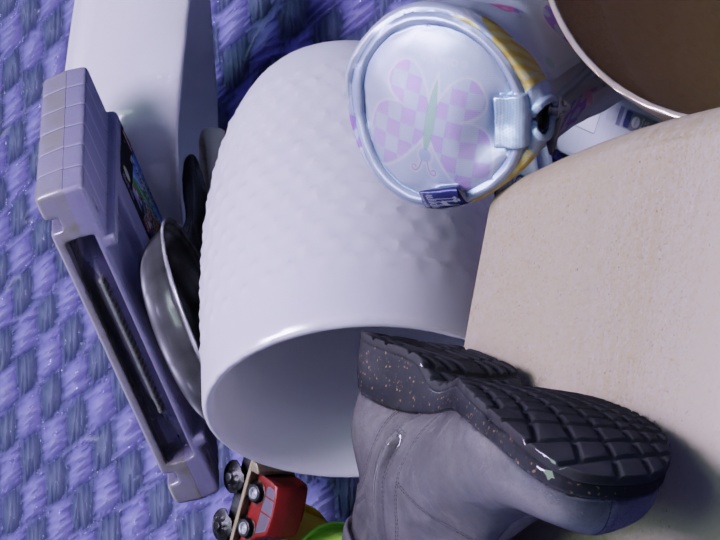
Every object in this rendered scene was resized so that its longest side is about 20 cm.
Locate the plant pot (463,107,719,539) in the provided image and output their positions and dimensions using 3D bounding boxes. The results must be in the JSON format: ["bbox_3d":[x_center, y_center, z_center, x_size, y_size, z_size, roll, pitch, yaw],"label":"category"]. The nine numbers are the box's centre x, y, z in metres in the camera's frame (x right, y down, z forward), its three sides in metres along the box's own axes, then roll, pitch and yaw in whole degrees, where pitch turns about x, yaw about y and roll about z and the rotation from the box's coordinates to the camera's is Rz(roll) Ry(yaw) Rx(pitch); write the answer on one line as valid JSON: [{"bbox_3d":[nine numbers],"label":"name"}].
[{"bbox_3d":[0.144,0.049,0.862,0.176,0.199,0.201,5,83,48],"label":"plant pot"}]

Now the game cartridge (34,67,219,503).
[{"bbox_3d":[-0.117,0.006,1.159,0.038,0.201,0.130,-15,33,9],"label":"game cartridge"}]

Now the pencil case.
[{"bbox_3d":[0.072,-0.092,0.954,0.090,0.200,0.084,-8,104,29],"label":"pencil case"}]

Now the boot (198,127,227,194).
[{"bbox_3d":[-0.041,0.006,1.217,0.075,0.106,0.201,115,152,-58],"label":"boot"}]

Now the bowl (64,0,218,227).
[{"bbox_3d":[-0.128,-0.088,1.303,0.200,0.074,0.201,88,-179,-52],"label":"bowl"}]

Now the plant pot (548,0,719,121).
[{"bbox_3d":[0.189,-0.128,0.892,0.199,0.134,0.202,-12,66,28],"label":"plant pot"}]

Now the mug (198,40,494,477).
[{"bbox_3d":[0.000,0.000,1.077,0.147,0.200,0.176,-8,58,6],"label":"mug"}]

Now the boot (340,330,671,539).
[{"bbox_3d":[0.041,0.103,0.792,0.200,0.069,0.133,-157,78,-71],"label":"boot"}]

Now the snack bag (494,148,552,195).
[{"bbox_3d":[0.049,-0.009,1.145,0.200,0.021,0.190,131,139,-54],"label":"snack bag"}]

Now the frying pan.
[{"bbox_3d":[-0.090,-0.002,1.121,0.031,0.115,0.191,-23,60,6],"label":"frying pan"}]

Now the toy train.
[{"bbox_3d":[-0.051,0.122,1.161,0.046,0.034,0.201,29,107,46],"label":"toy train"}]

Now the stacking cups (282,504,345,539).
[{"bbox_3d":[0.016,0.174,1.139,0.200,0.060,0.061,18,94,53],"label":"stacking cups"}]

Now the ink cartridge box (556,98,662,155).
[{"bbox_3d":[0.177,-0.104,1.013,0.200,0.047,0.161,32,105,55],"label":"ink cartridge box"}]
